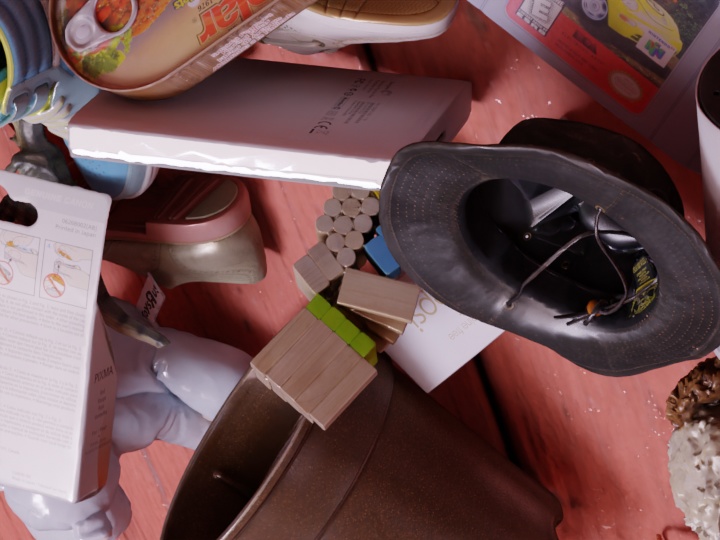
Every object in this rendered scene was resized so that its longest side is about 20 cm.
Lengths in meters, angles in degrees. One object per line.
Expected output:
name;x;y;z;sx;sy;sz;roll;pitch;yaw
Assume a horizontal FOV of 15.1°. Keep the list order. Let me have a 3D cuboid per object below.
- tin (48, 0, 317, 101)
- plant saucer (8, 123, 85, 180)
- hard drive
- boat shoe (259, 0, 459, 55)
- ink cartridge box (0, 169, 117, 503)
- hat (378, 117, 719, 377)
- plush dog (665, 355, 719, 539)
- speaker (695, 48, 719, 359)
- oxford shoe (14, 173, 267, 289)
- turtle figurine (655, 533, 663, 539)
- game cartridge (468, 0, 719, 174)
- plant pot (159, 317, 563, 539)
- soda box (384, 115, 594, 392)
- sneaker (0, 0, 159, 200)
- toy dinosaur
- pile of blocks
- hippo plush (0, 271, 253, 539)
tin;-0.084;-0.173;1.513;0.199;0.042;0.113;-32;63;16
plant saucer;-0.196;-0.154;1.689;0.200;0.037;0.199;49;141;-10
hard drive;-0.049;-0.087;1.543;0.198;0.132;0.026;6;115;17
boat shoe;-0.027;-0.157;1.553;0.199;0.071;0.069;13;149;27
ink cartridge box;-0.229;0.031;1.705;0.161;0.050;0.202;13;103;19
hat;0.114;-0.032;1.445;0.199;0.081;0.201;19;150;12
plush dog;0.243;0.138;1.550;0.172;0.160;0.201;29;146;53
speaker;0.218;-0.031;1.422;0.081;0.081;0.201;20;146;25
oxford shoe;-0.149;-0.018;1.777;0.199;0.071;0.074;5;132;37
turtle figurine;0.252;0.231;1.642;0.200;0.064;0.161;51;-175;8
game cartridge;0.140;-0.151;1.439;0.200;0.041;0.133;38;137;5
plant pot;0.008;0.153;1.705;0.198;0.201;0.200;33;143;-15
soda box;0.078;-0.007;1.601;0.068;0.064;0.200;44;141;-3
sneaker;-0.191;-0.101;1.601;0.079;0.131;0.201;9;132;33
toy dinosaur;-0.201;-0.028;1.704;0.088;0.047;0.201;-20;100;28
pile of blocks;0.000;0.000;1.599;0.082;0.201;0.062;17;167;6
hippo plush;-0.158;0.112;1.797;0.158;0.162;0.200;19;156;8
